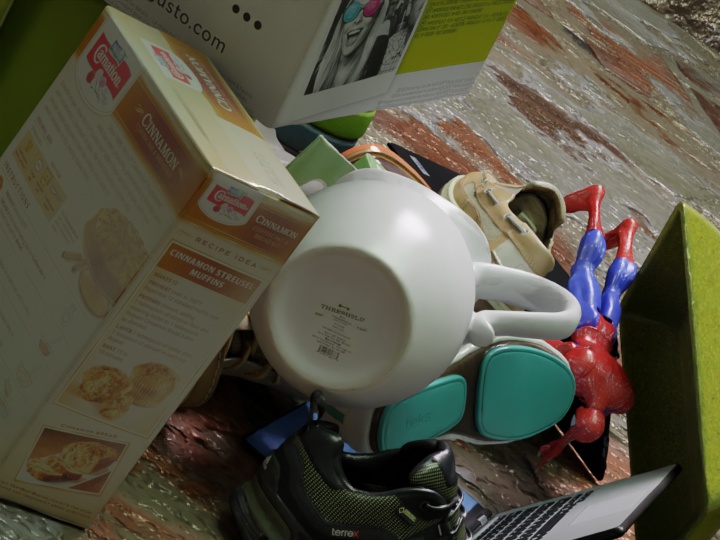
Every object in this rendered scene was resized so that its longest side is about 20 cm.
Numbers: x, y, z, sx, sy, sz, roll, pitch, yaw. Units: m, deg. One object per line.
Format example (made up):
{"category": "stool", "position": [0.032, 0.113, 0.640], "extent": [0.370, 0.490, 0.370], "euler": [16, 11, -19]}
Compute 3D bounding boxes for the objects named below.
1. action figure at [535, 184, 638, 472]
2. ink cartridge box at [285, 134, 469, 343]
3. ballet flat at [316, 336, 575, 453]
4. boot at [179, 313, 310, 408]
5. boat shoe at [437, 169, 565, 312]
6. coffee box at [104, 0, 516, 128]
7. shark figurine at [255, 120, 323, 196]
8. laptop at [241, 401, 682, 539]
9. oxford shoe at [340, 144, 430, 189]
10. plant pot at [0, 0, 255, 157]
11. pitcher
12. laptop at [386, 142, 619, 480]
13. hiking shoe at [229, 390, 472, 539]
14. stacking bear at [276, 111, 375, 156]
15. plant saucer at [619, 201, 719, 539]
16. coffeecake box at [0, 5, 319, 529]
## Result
{"category": "action figure", "position": [0.131, 0.046, 1.819], "extent": [0.065, 0.099, 0.201], "euler": [41, 33, -27]}
{"category": "ink cartridge box", "position": [0.000, 0.000, 1.769], "extent": [0.200, 0.104, 0.059], "euler": [43, 14, -27]}
{"category": "ballet flat", "position": [0.048, 0.069, 1.661], "extent": [0.199, 0.070, 0.069], "euler": [-8, 46, -50]}
{"category": "boot", "position": [-0.059, 0.043, 1.633], "extent": [0.155, 0.073, 0.200], "euler": [24, 13, -18]}
{"category": "boat shoe", "position": [0.096, -0.024, 1.755], "extent": [0.072, 0.076, 0.200], "euler": [45, 14, -18]}
{"category": "coffee box", "position": [-0.022, -0.219, 1.508], "extent": [0.199, 0.198, 0.200], "euler": [38, 27, 24]}
{"category": "shark figurine", "position": [-0.060, -0.071, 1.842], "extent": [0.214, 0.128, 0.090], "euler": [4, 78, -55]}
{"category": "laptop", "position": [0.064, 0.110, 1.664], "extent": [0.187, 0.199, 0.117], "euler": [-25, 97, -72]}
{"category": "oxford shoe", "position": [0.035, 0.003, 1.853], "extent": [0.200, 0.071, 0.073], "euler": [61, 3, -37]}
{"category": "plant pot", "position": [-0.175, -0.105, 1.607], "extent": [0.181, 0.201, 0.199], "euler": [24, 20, -18]}
{"category": "pitcher", "position": [0.032, 0.013, 1.563], "extent": [0.171, 0.122, 0.200], "euler": [17, 14, 8]}
{"category": "laptop", "position": [0.096, 0.029, 1.962], "extent": [0.103, 0.201, 0.177], "euler": [-13, 40, -19]}
{"category": "hiking shoe", "position": [0.033, 0.146, 1.508], "extent": [0.199, 0.101, 0.076], "euler": [31, 19, -21]}
{"category": "stacking bear", "position": [-0.022, -0.145, 2.018], "extent": [0.113, 0.200, 0.122], "euler": [34, 16, -10]}
{"category": "plant saucer", "position": [0.212, 0.083, 1.794], "extent": [0.048, 0.201, 0.200], "euler": [0, -21, -7]}
{"category": "coffeecake box", "position": [-0.129, -0.003, 1.392], "extent": [0.073, 0.200, 0.154], "euler": [24, 21, -39]}
